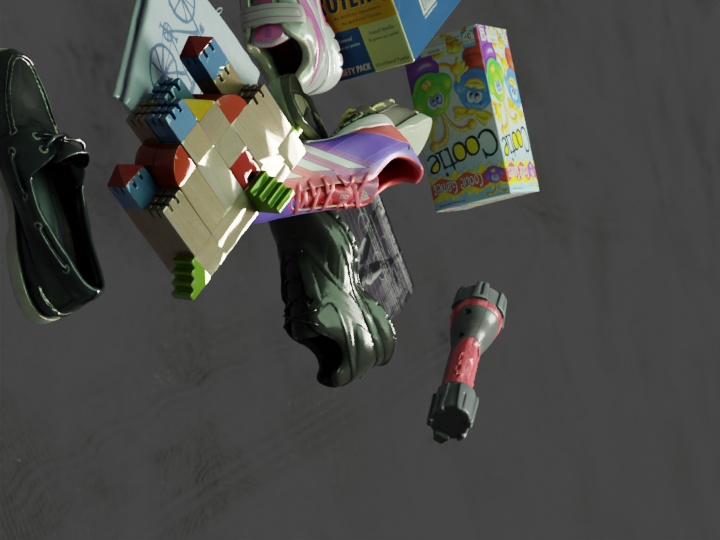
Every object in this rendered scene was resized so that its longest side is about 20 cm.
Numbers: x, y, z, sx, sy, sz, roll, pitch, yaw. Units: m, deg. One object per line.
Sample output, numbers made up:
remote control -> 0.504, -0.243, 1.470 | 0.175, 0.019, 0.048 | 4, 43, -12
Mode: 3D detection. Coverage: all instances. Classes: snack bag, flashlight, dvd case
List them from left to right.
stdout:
snack bag -> -0.148, -0.164, 1.397 | 0.200, 0.021, 0.191 | 51, 37, -49
dvd case -> 0.000, 0.000, 1.642 | 0.150, 0.016, 0.200 | 69, 26, -21
flashlight -> 0.121, 0.100, 1.794 | 0.068, 0.067, 0.201 | 63, 28, -31

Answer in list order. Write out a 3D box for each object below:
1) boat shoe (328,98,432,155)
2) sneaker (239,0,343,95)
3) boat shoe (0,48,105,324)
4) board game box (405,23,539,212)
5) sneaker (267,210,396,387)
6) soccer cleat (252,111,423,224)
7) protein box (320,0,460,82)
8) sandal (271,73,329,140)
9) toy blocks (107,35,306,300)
boat shoe -> 0.009, -0.140, 1.673 | 0.201, 0.060, 0.073 | -24, 141, -61
sneaker -> -0.077, -0.254, 1.515 | 0.202, 0.080, 0.088 | 69, 25, -18
boat shoe -> -0.223, -0.067, 1.138 | 0.074, 0.065, 0.202 | 8, 72, -63
board game box -> 0.132, -0.181, 1.899 | 0.103, 0.104, 0.203 | -10, 87, -64
sneaker -> -0.041, 0.017, 1.484 | 0.090, 0.076, 0.202 | -35, 101, -36
soccer cleat -> -0.027, -0.082, 1.439 | 0.199, 0.069, 0.073 | -27, 62, -37
protein box -> -0.009, -0.325, 1.627 | 0.202, 0.133, 0.199 | 68, 27, -21
sandal -> -0.063, -0.129, 1.512 | 0.201, 0.057, 0.081 | 54, 12, -68
toy blocks -> -0.133, -0.097, 1.297 | 0.201, 0.099, 0.137 | -55, 129, -28
